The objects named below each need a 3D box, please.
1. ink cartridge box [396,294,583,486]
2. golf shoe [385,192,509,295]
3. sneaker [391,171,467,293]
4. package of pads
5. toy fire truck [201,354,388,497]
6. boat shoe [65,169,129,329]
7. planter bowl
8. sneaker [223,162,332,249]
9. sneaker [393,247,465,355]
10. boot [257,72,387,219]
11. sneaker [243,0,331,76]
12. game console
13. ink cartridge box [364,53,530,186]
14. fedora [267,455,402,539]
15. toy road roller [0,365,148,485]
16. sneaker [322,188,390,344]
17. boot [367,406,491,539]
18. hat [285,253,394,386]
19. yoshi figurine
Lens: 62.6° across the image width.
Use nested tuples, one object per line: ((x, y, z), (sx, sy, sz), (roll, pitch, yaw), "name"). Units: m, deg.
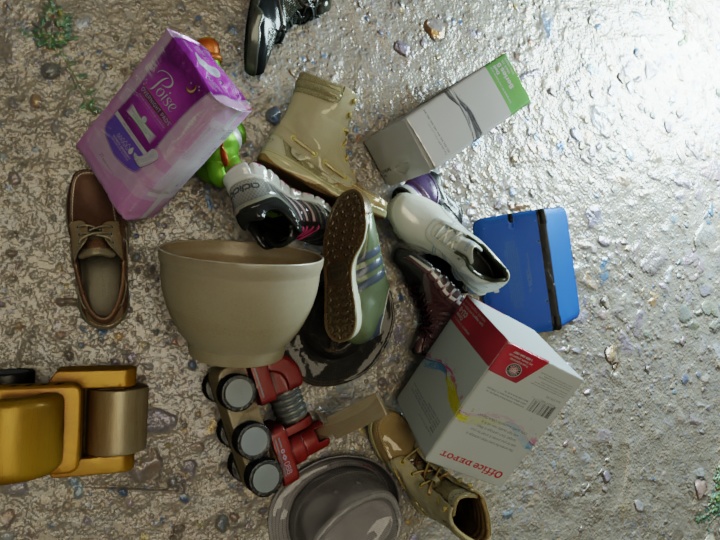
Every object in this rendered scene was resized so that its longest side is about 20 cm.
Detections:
((0.175, 0.171, 0.843), (0.145, 0.145, 0.200), (27, 104, -23), "ink cartridge box")
((0.129, -0.044, 0.825), (0.200, 0.097, 0.078), (36, 80, -9), "golf shoe")
((0.138, -0.063, 0.921), (0.087, 0.076, 0.200), (-36, 102, -26), "sneaker")
((-0.235, -0.165, 0.698), (0.200, 0.076, 0.121), (-41, 80, 19), "package of pads")
((-0.085, 0.185, 0.796), (0.200, 0.129, 0.176), (-19, 95, -29), "toy fire truck")
((-0.318, -0.028, 0.725), (0.076, 0.072, 0.201), (-10, 89, -23), "boat shoe")
((-0.149, 0.041, 0.738), (0.200, 0.200, 0.135), (1, 100, -23), "planter bowl")
((-0.096, -0.060, 0.769), (0.200, 0.074, 0.088), (29, 44, -52), "sneaker")
((0.100, 0.066, 0.901), (0.200, 0.076, 0.116), (43, 85, -9), "sneaker")
((-0.028, -0.174, 0.846), (0.200, 0.073, 0.156), (26, 80, -16), "boot")
((-0.100, -0.358, 0.826), (0.114, 0.076, 0.200), (15, 77, -15), "sneaker")
((0.286, 0.000, 1.009), (0.170, 0.118, 0.201), (-8, 92, 8), "game console")
((0.125, -0.219, 0.878), (0.200, 0.145, 0.084), (-36, 102, -20), "ink cartridge box")
((-0.021, 0.357, 0.829), (0.199, 0.090, 0.177), (-7, 91, -23), "fedora")
((-0.344, 0.178, 0.669), (0.199, 0.146, 0.123), (2, 88, -23), "toy road roller")
((0.000, 0.000, 0.791), (0.090, 0.067, 0.201), (21, 68, -54), "sneaker")
((0.098, 0.291, 0.845), (0.073, 0.155, 0.200), (-32, 100, -20), "boot")
((-0.024, 0.072, 0.842), (0.200, 0.081, 0.201), (0, 89, -23), "hat")
((-0.206, -0.195, 0.781), (0.112, 0.112, 0.201), (-20, 82, 16), "yoshi figurine")
